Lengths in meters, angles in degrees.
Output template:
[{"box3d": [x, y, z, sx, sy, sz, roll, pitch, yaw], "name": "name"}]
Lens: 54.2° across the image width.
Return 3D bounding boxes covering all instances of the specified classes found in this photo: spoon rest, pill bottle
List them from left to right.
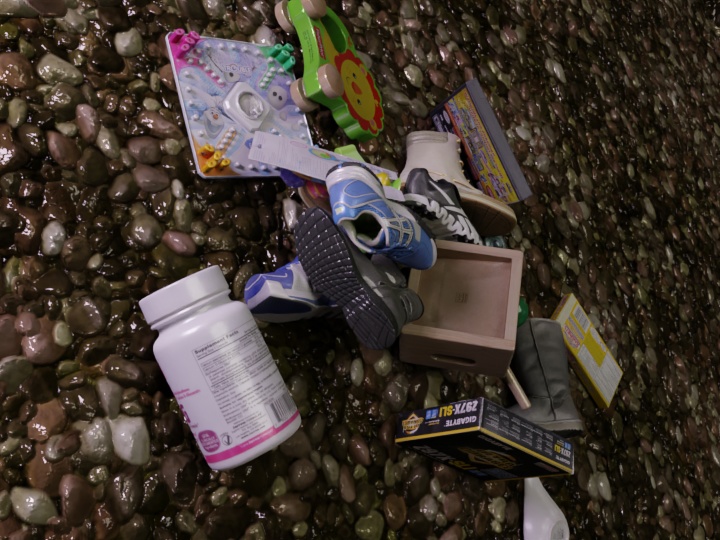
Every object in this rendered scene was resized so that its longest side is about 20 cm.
[{"box3d": [-0.156, 0.104, 0.773, 0.113, 0.113, 0.201, -27, 93, -44], "name": "pill bottle"}, {"box3d": [0.294, 0.370, 1.124, 0.099, 0.060, 0.201, 6, 84, -39], "name": "spoon rest"}]

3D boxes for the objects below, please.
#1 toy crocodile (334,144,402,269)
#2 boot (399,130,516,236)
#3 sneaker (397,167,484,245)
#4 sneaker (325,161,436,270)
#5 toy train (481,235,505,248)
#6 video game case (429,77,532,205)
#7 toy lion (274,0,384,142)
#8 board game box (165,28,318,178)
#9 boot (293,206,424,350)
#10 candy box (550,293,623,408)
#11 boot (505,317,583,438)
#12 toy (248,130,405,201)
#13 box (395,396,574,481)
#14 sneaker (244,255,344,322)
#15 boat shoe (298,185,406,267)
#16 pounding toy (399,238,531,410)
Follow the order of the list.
[{"box3d": [0.014, -0.091, 1.031, 0.067, 0.062, 0.201, -17, 86, -44], "name": "toy crocodile"}, {"box3d": [0.159, -0.144, 1.133, 0.199, 0.072, 0.155, 17, 49, -6], "name": "boot"}, {"box3d": [0.128, -0.086, 1.036, 0.200, 0.066, 0.091, 33, 59, -41], "name": "sneaker"}, {"box3d": [0.025, -0.046, 0.862, 0.200, 0.075, 0.077, 36, 42, -38], "name": "sneaker"}, {"box3d": [0.190, 0.023, 1.136, 0.113, 0.085, 0.201, -12, 82, -34], "name": "toy train"}, {"box3d": [0.192, -0.196, 1.156, 0.025, 0.181, 0.201, -27, 94, -12], "name": "video game case"}, {"box3d": [-0.031, -0.296, 1.053, 0.191, 0.068, 0.201, 6, 69, -58], "name": "toy lion"}, {"box3d": [-0.150, -0.226, 0.960, 0.199, 0.026, 0.201, -8, 80, -43], "name": "board game box"}, {"box3d": [0.000, 0.000, 0.900, 0.201, 0.068, 0.131, 57, 27, -4], "name": "boot"}, {"box3d": [0.427, 0.152, 1.332, 0.200, 0.026, 0.102, 55, 50, -11], "name": "candy box"}, {"box3d": [0.266, 0.173, 1.146, 0.181, 0.073, 0.201, 2, 61, -15], "name": "boot"}, {"box3d": [-0.046, -0.120, 0.911, 0.199, 0.047, 0.115, 12, 25, -9], "name": "toy"}, {"box3d": [0.173, 0.241, 0.982, 0.199, 0.159, 0.050, 30, 57, -31], "name": "box"}, {"box3d": [-0.069, 0.002, 0.921, 0.199, 0.080, 0.116, 3, 66, -44], "name": "sneaker"}, {"box3d": [0.003, -0.078, 0.969, 0.199, 0.066, 0.074, 31, 85, 0], "name": "boat shoe"}, {"box3d": [0.163, 0.078, 1.021, 0.199, 0.142, 0.185, 8, 61, 8], "name": "pounding toy"}]
